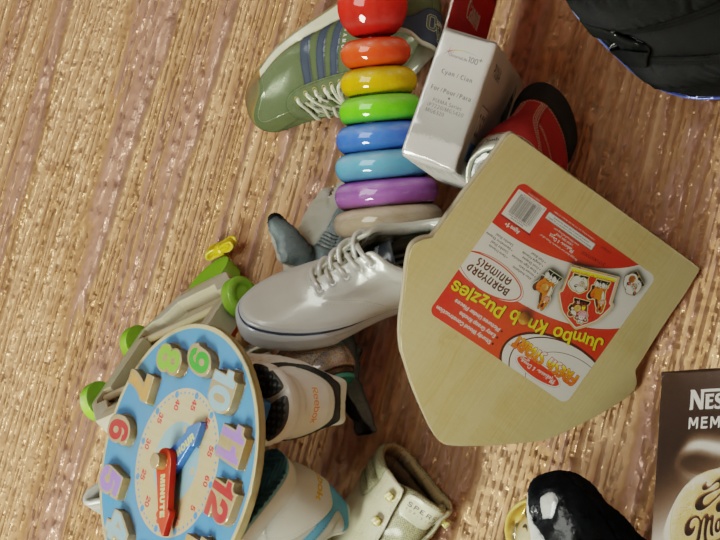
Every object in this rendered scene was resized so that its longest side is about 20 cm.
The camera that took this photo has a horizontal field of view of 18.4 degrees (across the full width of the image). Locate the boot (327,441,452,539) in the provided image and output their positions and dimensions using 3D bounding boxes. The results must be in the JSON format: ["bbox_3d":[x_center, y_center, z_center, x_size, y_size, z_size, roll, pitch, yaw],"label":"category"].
[{"bbox_3d":[0.008,0.228,1.612,0.155,0.072,0.200,-51,28,16],"label":"boot"}]

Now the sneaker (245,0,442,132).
[{"bbox_3d":[-0.012,-0.156,1.776,0.200,0.067,0.090,-37,48,26],"label":"sneaker"}]

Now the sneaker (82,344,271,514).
[{"bbox_3d":[-0.147,0.136,1.798,0.200,0.088,0.075,-50,47,20],"label":"sneaker"}]

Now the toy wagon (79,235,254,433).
[{"bbox_3d":[-0.143,0.051,1.809,0.155,0.040,0.200,-24,25,45],"label":"toy wagon"}]

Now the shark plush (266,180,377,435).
[{"bbox_3d":[-0.016,0.025,1.728,0.083,0.091,0.201,-13,59,8],"label":"shark plush"}]

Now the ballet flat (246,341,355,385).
[{"bbox_3d":[-0.085,0.103,1.712,0.200,0.068,0.068,-38,71,23],"label":"ballet flat"}]

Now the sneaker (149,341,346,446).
[{"bbox_3d":[-0.088,0.094,1.641,0.199,0.080,0.074,11,98,49],"label":"sneaker"}]

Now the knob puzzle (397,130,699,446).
[{"bbox_3d":[0.108,0.031,1.525,0.221,0.218,0.030,-62,20,9],"label":"knob puzzle"}]

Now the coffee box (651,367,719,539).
[{"bbox_3d":[0.250,0.166,1.411,0.112,0.080,0.202,-7,72,43],"label":"coffee box"}]

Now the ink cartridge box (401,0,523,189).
[{"bbox_3d":[0.087,-0.150,1.596,0.044,0.200,0.178,18,90,10],"label":"ink cartridge box"}]

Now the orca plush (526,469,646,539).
[{"bbox_3d":[0.166,0.216,1.448,0.071,0.104,0.201,124,142,-58],"label":"orca plush"}]

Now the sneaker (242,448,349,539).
[{"bbox_3d":[-0.089,0.226,1.614,0.200,0.081,0.077,-49,28,14],"label":"sneaker"}]

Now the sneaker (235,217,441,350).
[{"bbox_3d":[0.000,0.000,1.645,0.198,0.071,0.073,-17,50,-1],"label":"sneaker"}]

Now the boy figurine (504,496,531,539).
[{"bbox_3d":[0.102,0.245,1.542,0.124,0.064,0.201,44,111,45],"label":"boy figurine"}]

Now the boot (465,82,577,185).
[{"bbox_3d":[0.123,-0.027,1.612,0.072,0.144,0.202,7,118,17],"label":"boot"}]

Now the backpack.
[{"bbox_3d":[0.250,-0.204,1.469,0.199,0.183,0.148,-9,48,45],"label":"backpack"}]

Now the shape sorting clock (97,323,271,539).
[{"bbox_3d":[-0.131,0.137,1.585,0.199,0.039,0.202,-16,67,45],"label":"shape sorting clock"}]

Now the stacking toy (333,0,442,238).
[{"bbox_3d":[0.013,-0.127,1.697,0.085,0.085,0.202,-6,89,43],"label":"stacking toy"}]
